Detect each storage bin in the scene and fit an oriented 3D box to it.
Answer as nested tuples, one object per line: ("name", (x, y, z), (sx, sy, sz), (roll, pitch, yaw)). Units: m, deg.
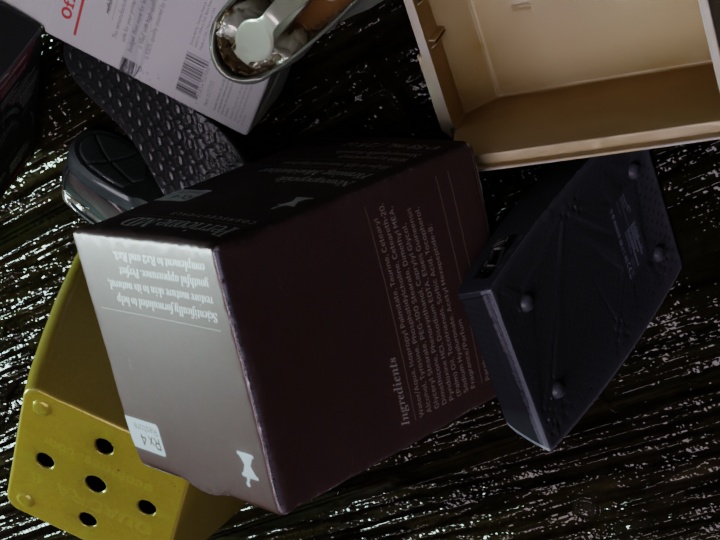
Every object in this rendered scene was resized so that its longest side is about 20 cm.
("storage bin", (0.112, -0.175, 0.862), (0.198, 0.094, 0.200), (-7, 121, 26))

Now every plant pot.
("plant pot", (-0.166, 0.108, 1.124), (0.200, 0.176, 0.200), (24, 128, 5))

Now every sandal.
("sandal", (-0.130, -0.107, 1.039), (0.075, 0.048, 0.201), (-41, 85, 34))

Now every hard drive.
("hard drive", (0.135, 0.003, 0.918), (0.042, 0.200, 0.135), (2, 126, 40))

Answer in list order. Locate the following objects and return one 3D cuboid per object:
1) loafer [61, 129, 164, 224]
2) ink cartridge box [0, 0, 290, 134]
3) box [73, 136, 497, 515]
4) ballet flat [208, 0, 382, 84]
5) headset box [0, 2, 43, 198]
("loafer", (-0.141, -0.026, 1.092), (0.200, 0.072, 0.063), (39, 133, 5))
("ink cartridge box", (-0.135, -0.192, 0.968), (0.200, 0.068, 0.116), (28, 129, 2))
("box", (-0.036, 0.023, 0.900), (0.166, 0.200, 0.165), (8, 116, 50))
("ballet flat", (-0.024, -0.166, 0.833), (0.067, 0.064, 0.200), (48, 139, -6))
("headset box", (-0.294, -0.093, 1.011), (0.077, 0.149, 0.200), (29, 153, 1))
